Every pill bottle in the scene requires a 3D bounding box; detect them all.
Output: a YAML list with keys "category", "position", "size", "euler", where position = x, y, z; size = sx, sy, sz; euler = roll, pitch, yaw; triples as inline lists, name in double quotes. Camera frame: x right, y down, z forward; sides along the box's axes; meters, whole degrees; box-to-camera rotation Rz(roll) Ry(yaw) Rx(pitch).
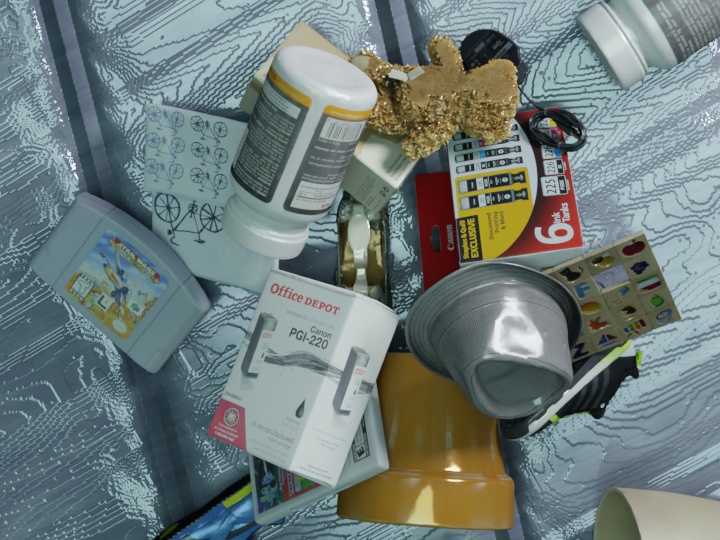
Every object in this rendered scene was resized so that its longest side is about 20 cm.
- category: "pill bottle"
  position: [0.340, -0.288, 1.528]
  size: [0.199, 0.113, 0.114]
  euler: [-34, 95, 9]
- category: "pill bottle"
  position: [-0.069, -0.121, 1.481]
  size: [0.115, 0.117, 0.201]
  euler: [26, 115, 1]

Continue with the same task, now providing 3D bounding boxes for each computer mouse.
- category: "computer mouse"
  position: [0.179, -0.195, 1.559]
  size: [0.059, 0.034, 0.200]
  euler: [-43, 61, 7]

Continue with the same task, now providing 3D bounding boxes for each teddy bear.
- category: "teddy bear"
  position: [0.070, -0.183, 1.535]
  size: [0.198, 0.067, 0.146]
  euler: [-11, 60, -6]

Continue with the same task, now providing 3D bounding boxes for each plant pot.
- category: "plant pot"
  position: [0.384, 0.334, 1.604]
  size: [0.197, 0.187, 0.190]
  euler: [-1, 99, -9]
- category: "plant pot"
  position: [0.077, 0.189, 1.601]
  size: [0.198, 0.200, 0.186]
  euler: [3, 83, 5]

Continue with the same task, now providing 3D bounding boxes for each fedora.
- category: "fedora"
  position: [0.146, 0.086, 1.461]
  size: [0.176, 0.091, 0.200]
  euler: [-32, 137, 21]

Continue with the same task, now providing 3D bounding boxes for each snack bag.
- category: "snack bag"
  position: [-0.168, -0.077, 1.611]
  size: [0.187, 0.021, 0.202]
  euler: [14, 111, 26]

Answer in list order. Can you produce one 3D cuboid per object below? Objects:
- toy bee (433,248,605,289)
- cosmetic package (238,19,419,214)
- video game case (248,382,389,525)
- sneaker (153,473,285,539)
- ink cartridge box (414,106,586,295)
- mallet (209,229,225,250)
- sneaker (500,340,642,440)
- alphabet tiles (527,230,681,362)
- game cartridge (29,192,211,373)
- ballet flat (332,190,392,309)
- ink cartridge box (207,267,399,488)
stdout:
- category: "toy bee"
  position: [0.163, 0.040, 1.590]
  size: [0.198, 0.110, 0.131]
  euler: [-1, 143, 20]
- category: "cosmetic package"
  position: [-0.024, -0.170, 1.580]
  size: [0.199, 0.071, 0.106]
  euler: [37, 61, -3]
- category: "video game case"
  position: [-0.055, 0.160, 1.595]
  size: [0.181, 0.023, 0.202]
  euler: [-28, 54, 29]
- category: "sneaker"
  position: [-0.180, 0.322, 1.699]
  size: [0.199, 0.066, 0.079]
  euler: [-33, 99, 9]
- category: "ink cartridge box"
  position: [0.144, -0.066, 1.537]
  size: [0.173, 0.202, 0.084]
  euler: [-8, 142, 6]
- category: "mallet"
  position: [-0.092, -0.059, 1.604]
  size: [0.199, 0.041, 0.066]
  euler: [-35, 93, 36]
- category: "sneaker"
  position: [0.246, 0.141, 1.596]
  size: [0.199, 0.072, 0.083]
  euler: [-37, 109, -20]
- category: "alphabet tiles"
  position: [0.227, 0.044, 1.511]
  size: [0.198, 0.008, 0.167]
  euler: [-23, 140, 12]
- category: "game cartridge"
  position: [-0.276, 0.010, 1.655]
  size: [0.200, 0.042, 0.133]
  euler: [41, 121, -2]
- category: "ballet flat"
  position: [0.000, 0.000, 1.628]
  size: [0.071, 0.072, 0.203]
  euler: [0, 99, 5]
- category: "ink cartridge box"
  position: [-0.062, 0.113, 1.548]
  size: [0.145, 0.085, 0.202]
  euler: [15, 80, 43]
